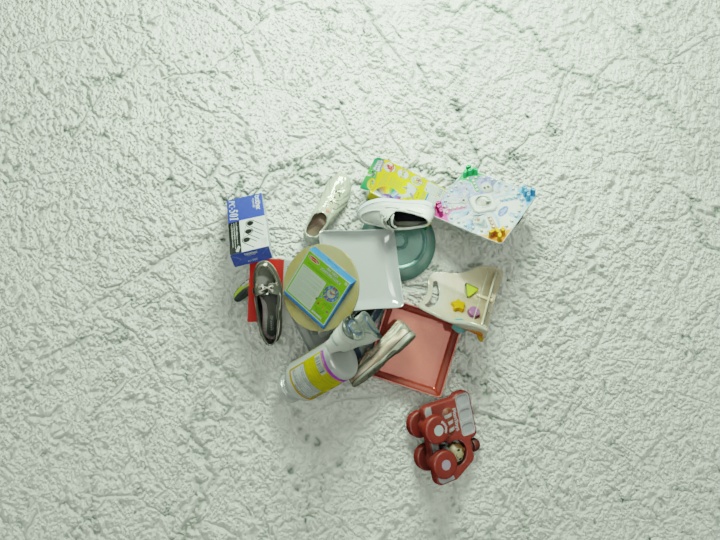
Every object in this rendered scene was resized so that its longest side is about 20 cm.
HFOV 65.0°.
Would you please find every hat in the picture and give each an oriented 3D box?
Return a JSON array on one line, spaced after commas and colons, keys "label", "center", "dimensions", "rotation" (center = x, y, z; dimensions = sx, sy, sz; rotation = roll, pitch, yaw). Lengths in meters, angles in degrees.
[{"label": "hat", "center": [0.309, -0.139, 1.430], "dimensions": [0.199, 0.081, 0.202], "rotation": [-3, 50, 3]}]

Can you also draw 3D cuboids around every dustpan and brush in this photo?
[{"label": "dustpan and brush", "center": [-0.051, 0.115, 1.379], "dimensions": [0.199, 0.057, 0.140], "rotation": [-35, 117, -21]}]

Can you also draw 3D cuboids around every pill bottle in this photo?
[{"label": "pill bottle", "center": [-0.108, 0.244, 1.345], "dimensions": [0.199, 0.104, 0.105], "rotation": [-34, 87, 30]}]

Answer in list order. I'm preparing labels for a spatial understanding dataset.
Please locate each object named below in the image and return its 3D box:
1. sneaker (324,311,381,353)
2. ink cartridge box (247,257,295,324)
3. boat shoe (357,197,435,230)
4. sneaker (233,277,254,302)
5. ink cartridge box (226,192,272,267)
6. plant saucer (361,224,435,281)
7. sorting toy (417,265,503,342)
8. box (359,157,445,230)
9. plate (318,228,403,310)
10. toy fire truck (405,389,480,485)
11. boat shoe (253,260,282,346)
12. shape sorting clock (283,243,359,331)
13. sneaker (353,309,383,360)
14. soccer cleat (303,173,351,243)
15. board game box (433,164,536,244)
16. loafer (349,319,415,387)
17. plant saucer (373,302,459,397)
[{"label": "sneaker", "center": [-0.017, 0.146, 1.295], "dimensions": [0.087, 0.200, 0.075], "rotation": [-38, 71, 19]}, {"label": "ink cartridge box", "center": [-0.169, 0.051, 1.368], "dimensions": [0.198, 0.050, 0.163], "rotation": [-1, 102, -26]}, {"label": "boat shoe", "center": [0.079, -0.132, 1.367], "dimensions": [0.198, 0.066, 0.074], "rotation": [-4, 126, 24]}, {"label": "sneaker", "center": [-0.220, 0.039, 1.406], "dimensions": [0.199, 0.074, 0.082], "rotation": [-24, 90, -2]}, {"label": "ink cartridge box", "center": [-0.271, -0.102, 1.369], "dimensions": [0.093, 0.044, 0.201], "rotation": [-13, 47, -3]}, {"label": "plant saucer", "center": [0.097, -0.073, 1.445], "dimensions": [0.198, 0.036, 0.202], "rotation": [0, 86, -3]}, {"label": "sorting toy", "center": [0.242, 0.075, 1.405], "dimensions": [0.179, 0.107, 0.201], "rotation": [17, 50, 12]}, {"label": "box", "center": [0.103, -0.198, 1.431], "dimensions": [0.199, 0.048, 0.118], "rotation": [28, 62, -2]}, {"label": "plate", "center": [0.000, 0.000, 1.375], "dimensions": [0.198, 0.032, 0.202], "rotation": [-3, 78, -21]}, {"label": "toy fire truck", "center": [0.217, 0.411, 1.387], "dimensions": [0.167, 0.112, 0.202], "rotation": [-13, 89, -22]}, {"label": "boat shoe", "center": [-0.214, 0.080, 1.323], "dimensions": [0.066, 0.057, 0.202], "rotation": [-5, 106, -7]}, {"label": "shape sorting clock", "center": [-0.091, 0.039, 1.302], "dimensions": [0.198, 0.039, 0.202], "rotation": [-1, 88, 27]}, {"label": "sneaker", "center": [0.015, 0.157, 1.420], "dimensions": [0.082, 0.070, 0.201], "rotation": [38, 79, -28]}, {"label": "soccer cleat", "center": [-0.081, -0.157, 1.422], "dimensions": [0.069, 0.078, 0.201], "rotation": [29, 85, 0]}, {"label": "board game box", "center": [0.301, -0.170, 1.387], "dimensions": [0.199, 0.026, 0.200], "rotation": [26, 57, 25]}, {"label": "loafer", "center": [0.043, 0.200, 1.377], "dimensions": [0.199, 0.072, 0.063], "rotation": [-38, 72, -11]}, {"label": "plant saucer", "center": [0.135, 0.194, 1.427], "dimensions": [0.198, 0.037, 0.201], "rotation": [18, 85, -1]}]
